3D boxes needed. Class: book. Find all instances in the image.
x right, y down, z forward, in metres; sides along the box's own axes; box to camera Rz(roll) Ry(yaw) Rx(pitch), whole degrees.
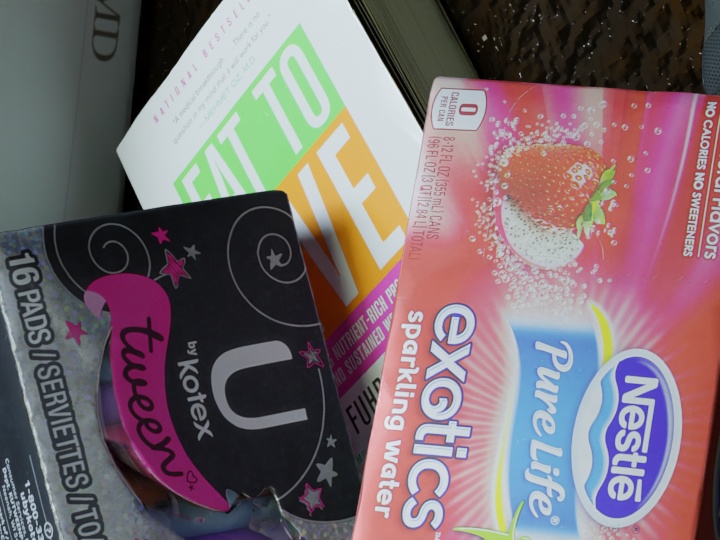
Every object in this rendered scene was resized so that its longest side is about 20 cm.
[{"bbox_3d":[0.000,0.000,0.955,0.134,0.048,0.200,-47,59,35],"label":"book"}]

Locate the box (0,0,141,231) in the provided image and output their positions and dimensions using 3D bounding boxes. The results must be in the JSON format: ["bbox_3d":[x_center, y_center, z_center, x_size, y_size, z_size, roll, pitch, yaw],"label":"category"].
[{"bbox_3d":[-0.204,-0.104,1.065,0.199,0.171,0.200,5,90,43],"label":"box"}]

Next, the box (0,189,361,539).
[{"bbox_3d":[-0.071,0.091,0.929,0.132,0.114,0.201,-26,77,55],"label":"box"}]

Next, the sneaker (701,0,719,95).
[{"bbox_3d":[0.170,-0.060,0.785,0.200,0.074,0.085,28,111,51],"label":"sneaker"}]

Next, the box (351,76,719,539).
[{"bbox_3d":[0.063,0.055,0.805,0.099,0.095,0.201,5,74,22],"label":"box"}]
